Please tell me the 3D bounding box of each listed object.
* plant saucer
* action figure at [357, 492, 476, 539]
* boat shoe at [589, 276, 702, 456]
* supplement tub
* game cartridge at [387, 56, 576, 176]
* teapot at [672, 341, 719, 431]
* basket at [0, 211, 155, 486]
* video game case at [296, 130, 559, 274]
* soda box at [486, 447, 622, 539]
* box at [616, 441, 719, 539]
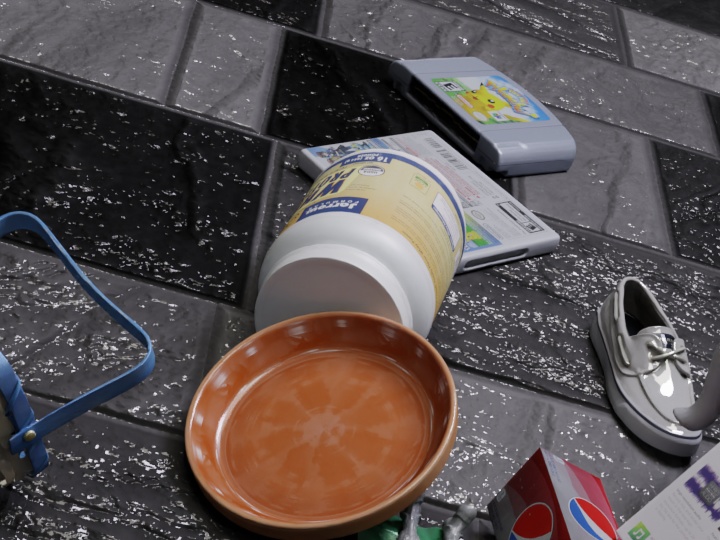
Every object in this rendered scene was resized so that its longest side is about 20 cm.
[{"bbox_3d":[-0.027,0.113,1.294,0.199,0.032,0.201,-6,45,6],"label":"plant saucer"},{"bbox_3d":[0.042,0.230,1.204,0.118,0.055,0.200,20,34,-6],"label":"action figure"},{"bbox_3d":[0.255,0.079,1.552,0.072,0.066,0.200,12,31,-14],"label":"boat shoe"},{"bbox_3d":[0.000,0.000,1.453,0.144,0.145,0.200,22,30,4],"label":"supplement tub"},{"bbox_3d":[0.136,-0.170,1.916,0.133,0.041,0.200,-4,38,-41],"label":"game cartridge"},{"bbox_3d":[0.371,0.087,1.342,0.197,0.147,0.200,6,4,-19],"label":"teapot"},{"bbox_3d":[-0.262,0.057,1.194,0.200,0.139,0.176,-34,54,-18],"label":"basket"},{"bbox_3d":[0.066,-0.067,1.722,0.182,0.022,0.200,-12,44,-42],"label":"video game case"},{"bbox_3d":[0.150,0.219,1.249,0.063,0.070,0.200,29,26,-26],"label":"soda box"},{"bbox_3d":[0.291,0.169,1.211,0.036,0.200,0.144,38,13,-48],"label":"box"}]
